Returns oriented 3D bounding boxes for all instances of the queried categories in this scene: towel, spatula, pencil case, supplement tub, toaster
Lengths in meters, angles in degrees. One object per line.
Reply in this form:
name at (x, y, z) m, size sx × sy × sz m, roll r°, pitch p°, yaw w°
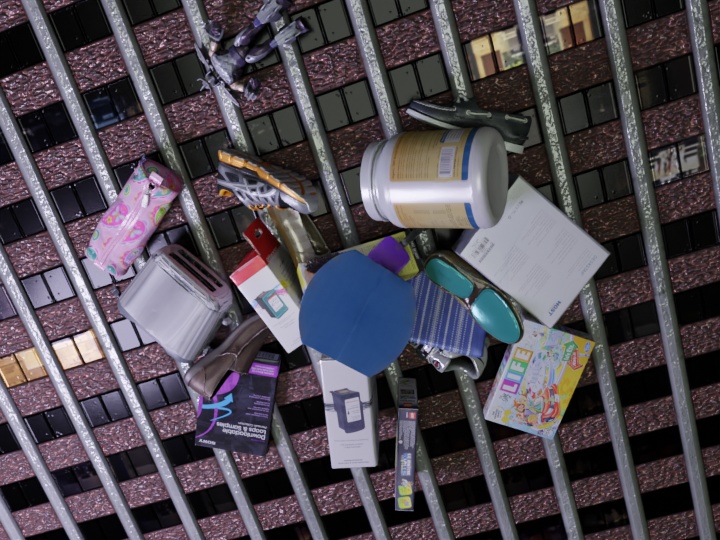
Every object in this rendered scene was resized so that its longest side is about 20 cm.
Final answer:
towel at (0.124, 0.056, 1.077) m, size 0.195 × 0.024 × 0.148 m, roll 13°, pitch 73°, yaw -1°
spatula at (0.089, -0.061, 1.034) m, size 0.057 × 0.021 × 0.200 m, roll 45°, pitch 70°, yaw 4°
pencil case at (-0.377, -0.089, 1.062) m, size 0.087 × 0.088 × 0.201 m, roll 38°, pitch 106°, yaw -9°
supplement tub at (0.112, -0.137, 0.965) m, size 0.196 × 0.144 × 0.148 m, roll 3°, pitch 110°, yaw 27°
toaster at (-0.314, 0.047, 1.087) m, size 0.199 × 0.114 × 0.130 m, roll 40°, pitch 102°, yaw 0°

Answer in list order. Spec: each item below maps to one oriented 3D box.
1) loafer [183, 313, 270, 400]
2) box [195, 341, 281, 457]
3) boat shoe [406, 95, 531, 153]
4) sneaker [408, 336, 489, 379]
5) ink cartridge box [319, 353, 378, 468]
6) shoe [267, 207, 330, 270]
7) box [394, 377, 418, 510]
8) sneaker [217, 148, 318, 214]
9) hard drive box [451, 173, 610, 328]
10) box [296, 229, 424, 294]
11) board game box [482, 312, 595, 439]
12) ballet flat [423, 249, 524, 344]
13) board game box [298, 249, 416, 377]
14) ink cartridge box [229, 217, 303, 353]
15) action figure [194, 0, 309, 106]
loafer at (-0.209, 0.148, 1.107) m, size 0.199 × 0.073 × 0.071 m, roll -41°, pitch 79°, yaw -7°
box at (-0.228, 0.240, 1.183) m, size 0.139 × 0.036 × 0.205 m, roll 9°, pitch 108°, yaw 0°
boat shoe at (0.170, -0.239, 0.996) m, size 0.196 × 0.076 × 0.062 m, roll 15°, pitch 105°, yaw -10°
sneaker at (0.128, 0.124, 1.093) m, size 0.196 × 0.089 × 0.075 m, roll 20°, pitch 135°, yaw -1°
ink cartridge box at (-0.015, 0.211, 1.105) m, size 0.082 × 0.145 × 0.205 m, roll -4°, pitch 107°, yaw 4°
shoe at (-0.085, -0.037, 1.070) m, size 0.053 × 0.070 × 0.203 m, roll -25°, pitch 103°, yaw 19°
box at (0.082, 0.310, 1.151) m, size 0.034 × 0.110 × 0.205 m, roll 2°, pitch 107°, yaw 2°
sneaker at (-0.151, -0.129, 1.023) m, size 0.197 × 0.078 × 0.079 m, roll 27°, pitch 109°, yaw 25°
hard drive box at (0.273, -0.032, 1.039) m, size 0.199 × 0.077 × 0.157 m, roll 38°, pitch 96°, yaw -8°
box at (0.000, 0.000, 1.036) m, size 0.196 × 0.050 × 0.077 m, roll -18°, pitch 77°, yaw -16°
board game box at (0.315, 0.190, 1.140) m, size 0.132 × 0.034 × 0.204 m, roll 16°, pitch 108°, yaw -2°
ballet flat at (0.191, 0.036, 1.046) m, size 0.199 × 0.071 × 0.071 m, roll 40°, pitch 106°, yaw 8°
board game box at (-0.007, 0.063, 0.989) m, size 0.198 × 0.039 × 0.160 m, roll 30°, pitch 87°, yaw -27°
ink cartridge box at (-0.145, 0.021, 1.068) m, size 0.067 × 0.116 × 0.202 m, roll -33°, pitch 103°, yaw 13°
action figure at (-0.177, -0.340, 0.982) m, size 0.198 × 0.070 × 0.131 m, roll -34°, pitch 112°, yaw 16°
